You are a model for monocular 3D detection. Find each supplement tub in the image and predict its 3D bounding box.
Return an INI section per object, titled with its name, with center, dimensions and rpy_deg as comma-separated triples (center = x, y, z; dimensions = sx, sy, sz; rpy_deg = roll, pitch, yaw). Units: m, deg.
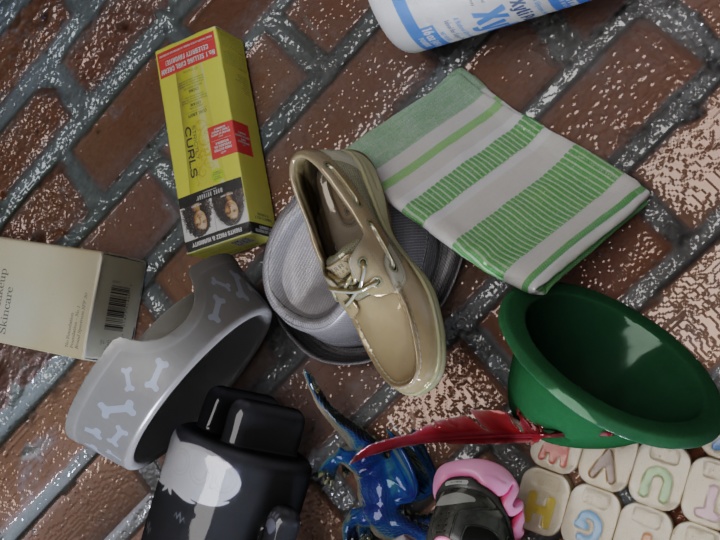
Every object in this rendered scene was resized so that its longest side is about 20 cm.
[supplement tub]
center = 0.108, -0.260, 0.855
dimensions = 0.199, 0.132, 0.133
rpy_deg = -12, 78, 24

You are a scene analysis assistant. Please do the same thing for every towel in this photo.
[towel]
center = 0.104, -0.074, 0.844
dimensions = 0.152, 0.023, 0.200
rpy_deg = -38, 61, -27

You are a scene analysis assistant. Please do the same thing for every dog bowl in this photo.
[dog bowl]
center = -0.152, 0.081, 0.901
dimensions = 0.059, 0.200, 0.200
rpy_deg = 39, 100, 11

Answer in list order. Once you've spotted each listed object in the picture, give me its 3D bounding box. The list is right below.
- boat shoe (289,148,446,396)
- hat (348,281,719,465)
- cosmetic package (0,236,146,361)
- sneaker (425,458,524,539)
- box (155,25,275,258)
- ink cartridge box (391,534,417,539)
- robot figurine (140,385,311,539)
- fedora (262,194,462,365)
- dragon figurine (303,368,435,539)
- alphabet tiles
[boat shoe]
center = 0.000, 0.000, 0.798
dimensions = 0.072, 0.065, 0.201
rpy_deg = -32, 70, 36
[hat]
center = 0.140, 0.121, 0.809
dimensions = 0.200, 0.165, 0.177
rpy_deg = 40, 124, 27
[cosmetic package]
center = -0.314, 0.024, 1.050
dimensions = 0.199, 0.073, 0.104
rpy_deg = 7, 86, 25
[sneaker]
center = 0.096, 0.237, 0.775
dimensions = 0.079, 0.095, 0.201
rpy_deg = -18, 111, 26
[box]
center = -0.133, -0.115, 0.995
dimensions = 0.075, 0.050, 0.201
rpy_deg = -16, 76, 24
[ink cartridge box]
center = -0.003, 0.313, 0.771
dimensions = 0.162, 0.057, 0.200
rpy_deg = -36, 34, 25
[robot figurine]
center = -0.111, 0.202, 0.900
dimensions = 0.124, 0.150, 0.201
rpy_deg = 16, 89, 2
[fedora]
center = -0.012, -0.021, 0.900
dimensions = 0.177, 0.090, 0.200
rpy_deg = 38, 99, 25
[dragon figurine]
center = 0.025, 0.162, 0.874
dimensions = 0.099, 0.059, 0.201
rpy_deg = -25, 73, 20
[alphabet tiles]
center = 0.216, 0.175, 0.806
dimensions = 0.199, 0.015, 0.196
rpy_deg = 17, 90, 26
